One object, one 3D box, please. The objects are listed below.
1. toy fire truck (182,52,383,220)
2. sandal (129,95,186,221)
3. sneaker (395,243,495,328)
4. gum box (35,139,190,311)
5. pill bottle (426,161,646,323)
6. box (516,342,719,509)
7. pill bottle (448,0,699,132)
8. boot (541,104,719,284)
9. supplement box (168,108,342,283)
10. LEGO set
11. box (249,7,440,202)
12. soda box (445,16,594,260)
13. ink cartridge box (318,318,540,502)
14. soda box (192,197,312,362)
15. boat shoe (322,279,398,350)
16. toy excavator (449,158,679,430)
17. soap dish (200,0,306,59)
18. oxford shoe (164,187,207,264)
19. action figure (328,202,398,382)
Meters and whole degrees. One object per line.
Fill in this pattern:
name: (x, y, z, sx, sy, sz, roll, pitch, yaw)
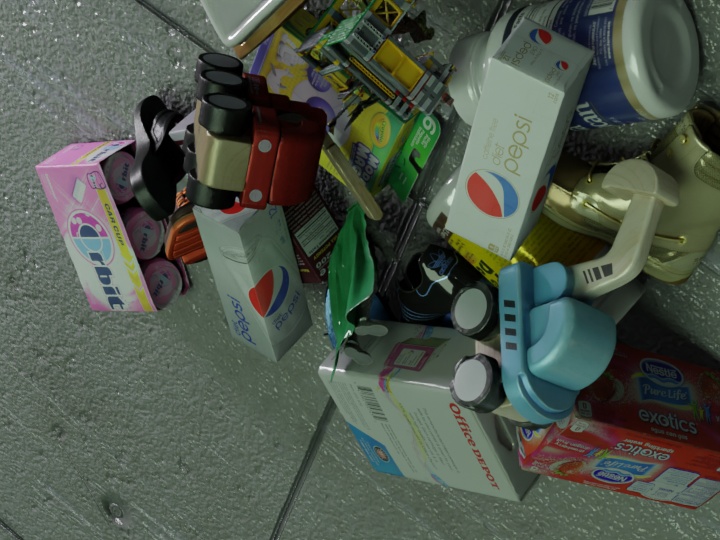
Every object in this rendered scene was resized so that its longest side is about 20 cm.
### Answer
toy fire truck: (-0.062, -0.105, 1.445, 0.198, 0.176, 0.130, 8, 114, -12)
sandal: (-0.199, -0.122, 1.621, 0.048, 0.201, 0.076, -28, 123, 15)
sneaker: (0.068, 0.023, 1.530, 0.078, 0.070, 0.200, 39, 158, -3)
gum box: (-0.284, -0.045, 1.800, 0.113, 0.066, 0.202, 1, 119, 40)
pill bottle: (0.164, -0.022, 1.430, 0.200, 0.109, 0.109, 43, 136, 7)
box: (0.247, 0.138, 1.412, 0.198, 0.096, 0.100, 15, 140, -21)
pill bottle: (0.176, -0.174, 1.318, 0.199, 0.111, 0.112, -5, 115, 40)
boot: (0.237, -0.090, 1.340, 0.199, 0.073, 0.156, 32, 135, 0)
supplement box: (-0.100, -0.081, 1.602, 0.108, 0.061, 0.201, -1, 126, 54)
LEGO set: (0.038, -0.202, 1.364, 0.116, 0.154, 0.200, 40, 159, -17)
box: (-0.020, -0.157, 1.532, 0.199, 0.048, 0.118, 37, 136, 10)
soda box: (0.129, -0.104, 1.283, 0.068, 0.064, 0.201, 28, 141, 13)
ink cartridge box: (0.077, 0.133, 1.512, 0.199, 0.085, 0.145, 6, 134, 46)
soda box: (-0.107, -0.001, 1.583, 0.068, 0.063, 0.201, 27, 148, 30)
boat shoe: (0.012, 0.082, 1.639, 0.083, 0.069, 0.202, -14, 115, 11)
toy excavator: (0.180, 0.024, 1.298, 0.199, 0.197, 0.099, -19, 151, 39)
soap dish: (-0.101, -0.322, 1.434, 0.157, 0.081, 0.201, -34, 79, 46)
oxford shoe: (-0.184, -0.055, 1.655, 0.200, 0.071, 0.073, 117, 130, -82)
action figure: (0.000, 0.000, 1.527, 0.054, 0.201, 0.119, 16, 131, -15)
